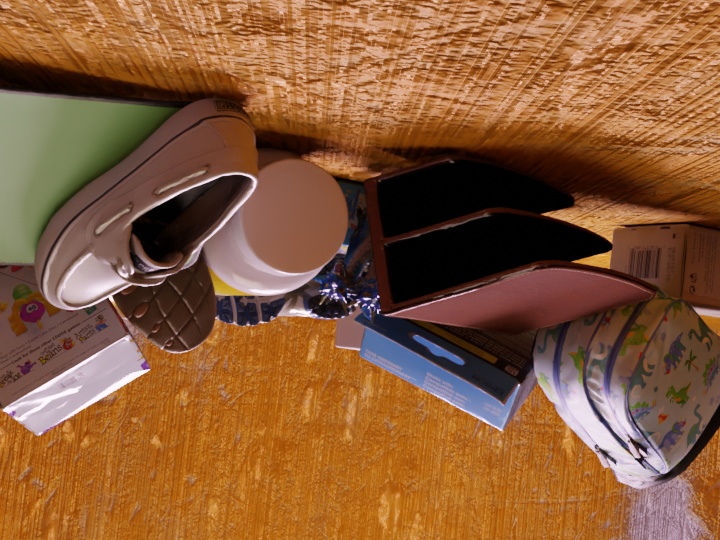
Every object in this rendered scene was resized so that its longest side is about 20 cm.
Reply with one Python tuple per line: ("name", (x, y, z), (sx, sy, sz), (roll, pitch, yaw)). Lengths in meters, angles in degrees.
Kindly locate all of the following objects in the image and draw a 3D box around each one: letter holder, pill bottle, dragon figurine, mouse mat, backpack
("letter holder", (0.120, -0.021, 0.882), (0.142, 0.101, 0.200), (-16, 165, 32))
("pill bottle", (-0.083, -0.035, 0.921), (0.111, 0.112, 0.200), (8, 177, -22))
("dragon figurine", (0.000, 0.000, 0.949), (0.059, 0.100, 0.200), (32, 168, -2))
("mouse mat", (-0.182, -0.054, 0.762), (0.199, 0.008, 0.161), (1, 140, -26))
("backpack", (0.236, 0.083, 1.022), (0.200, 0.163, 0.154), (41, 171, -23))

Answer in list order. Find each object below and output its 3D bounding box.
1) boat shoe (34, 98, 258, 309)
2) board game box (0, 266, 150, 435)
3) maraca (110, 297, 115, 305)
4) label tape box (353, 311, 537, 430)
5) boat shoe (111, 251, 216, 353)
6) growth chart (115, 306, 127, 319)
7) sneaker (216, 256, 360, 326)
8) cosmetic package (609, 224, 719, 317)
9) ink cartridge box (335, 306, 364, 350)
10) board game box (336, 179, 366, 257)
("boat shoe", (-0.136, -0.024, 0.759), (0.200, 0.066, 0.072), (-36, 142, 24))
("board game box", (-0.260, 0.007, 0.914), (0.105, 0.200, 0.103), (-30, 164, -10))
("maraca", (-0.271, -0.029, 1.055), (0.199, 0.107, 0.137), (19, -150, 6))
("label tape box", (0.080, 0.072, 1.041), (0.143, 0.066, 0.200), (27, -158, 14))
("boat shoe", (-0.171, -0.030, 0.870), (0.072, 0.200, 0.068), (-34, -157, -7))
("growth chart", (-0.289, -0.014, 1.110), (0.199, 0.145, 0.018), (-2, 158, -22))
("sneaker", (-0.098, 0.013, 1.119), (0.199, 0.077, 0.085), (10, 179, -38))
("cosmetic package", (0.345, 0.006, 1.139), (0.199, 0.073, 0.103), (9, 175, -28))
("ink cartridge box", (0.077, 0.032, 1.421), (0.145, 0.145, 0.200), (4, 177, 22))
("board game box", (-0.023, -0.043, 1.134), (0.195, 0.056, 0.200), (9, 176, -35))
